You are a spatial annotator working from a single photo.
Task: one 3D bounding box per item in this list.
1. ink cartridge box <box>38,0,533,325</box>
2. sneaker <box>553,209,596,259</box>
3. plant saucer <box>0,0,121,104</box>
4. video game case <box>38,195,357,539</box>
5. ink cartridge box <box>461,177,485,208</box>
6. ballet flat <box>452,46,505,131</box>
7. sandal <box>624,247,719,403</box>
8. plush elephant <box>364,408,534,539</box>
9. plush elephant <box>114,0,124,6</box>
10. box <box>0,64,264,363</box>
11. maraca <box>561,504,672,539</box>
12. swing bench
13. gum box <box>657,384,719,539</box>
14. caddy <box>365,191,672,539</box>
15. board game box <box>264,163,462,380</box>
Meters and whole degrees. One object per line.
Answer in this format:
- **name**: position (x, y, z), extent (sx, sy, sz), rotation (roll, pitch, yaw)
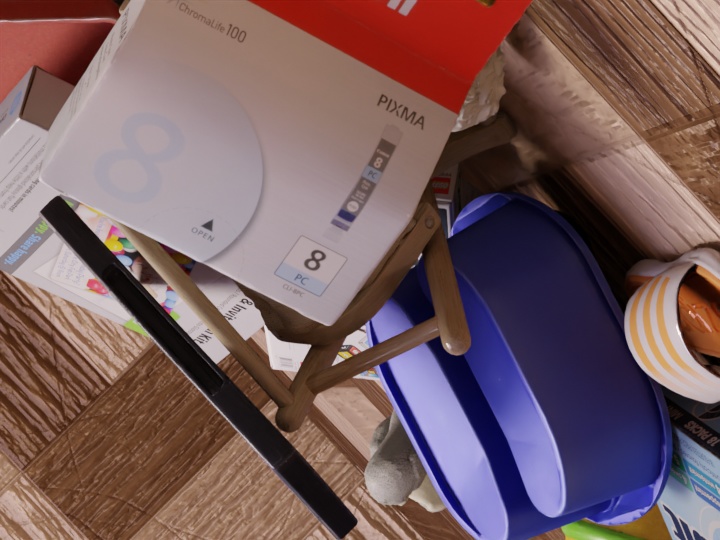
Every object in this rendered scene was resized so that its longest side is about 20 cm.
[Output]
- **ink cartridge box**: position (-0.030, -0.087, 1.192), extent (0.159, 0.200, 0.047), rotation (27, -149, -16)
- **sneaker**: position (0.124, 0.035, 1.571), extent (0.073, 0.080, 0.201), rotation (18, 139, 28)
- **plant saucer**: position (-0.191, -0.090, 1.495), extent (0.198, 0.037, 0.200), rotation (0, 146, 18)
- **video game case**: position (-0.086, 0.054, 1.412), extent (0.200, 0.019, 0.143), rotation (44, 175, 24)
- **ink cartridge box**: position (-0.029, -0.037, 1.618), extent (0.200, 0.057, 0.162), rotation (37, 140, -25)
- **ballet flat**: position (0.020, -0.143, 1.259), extent (0.200, 0.072, 0.072), rotation (50, 171, -28)
- **sandal**: position (0.170, 0.037, 1.373), extent (0.079, 0.059, 0.207), rotation (46, 172, -6)
- **plush elephant**: position (0.095, 0.128, 1.879), extent (0.201, 0.164, 0.155), rotation (-96, -13, -54)
- **plush elephant**: position (-0.161, -0.160, 1.656), extent (0.164, 0.202, 0.155), rotation (0, -171, -24)
- **box**: position (-0.132, -0.026, 1.502), extent (0.199, 0.041, 0.156), rotation (25, 146, -20)
- **maraca**: position (0.208, 0.193, 1.791), extent (0.136, 0.108, 0.200), rotation (18, 178, 18)
- **swing bench**: position (-0.032, -0.066, 1.364), extent (0.199, 0.129, 0.201), rotation (50, -149, -26)
- **gum box**: position (0.222, 0.157, 1.469), extent (0.201, 0.044, 0.170), rotation (66, 168, -22)
- **caddy**: position (0.094, 0.056, 1.465), extent (0.141, 0.105, 0.201), rotation (-37, 79, 55)
- **board game box**: position (0.000, 0.000, 1.589), extent (0.125, 0.035, 0.201), rotation (6, 145, 8)
